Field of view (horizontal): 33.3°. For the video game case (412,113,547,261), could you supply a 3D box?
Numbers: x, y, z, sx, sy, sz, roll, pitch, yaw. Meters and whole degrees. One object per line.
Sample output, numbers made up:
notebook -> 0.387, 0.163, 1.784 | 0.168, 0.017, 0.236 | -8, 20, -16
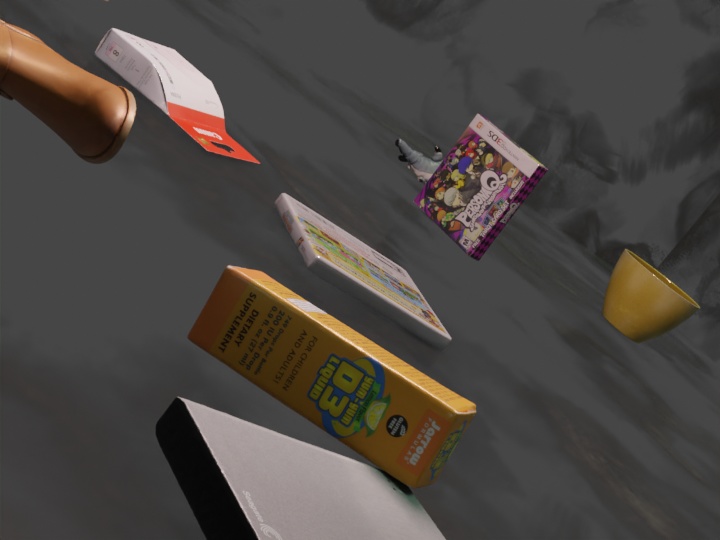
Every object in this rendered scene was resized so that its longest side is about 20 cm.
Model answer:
video game case -> 0.206, -0.147, 2.110 | 0.036, 0.200, 0.181 | 22, 20, -47

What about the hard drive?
hard drive -> -0.019, 0.154, 0.721 | 0.200, 0.033, 0.140 | 27, 16, -41

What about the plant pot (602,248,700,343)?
plant pot -> 0.600, 0.071, 2.576 | 0.200, 0.142, 0.200 | 35, 13, -9

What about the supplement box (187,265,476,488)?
supplement box -> -0.020, 0.073, 0.858 | 0.200, 0.067, 0.069 | 31, 3, 14

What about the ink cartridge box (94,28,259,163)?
ink cartridge box -> -0.217, -0.219, 1.518 | 0.200, 0.057, 0.163 | 36, 11, 16

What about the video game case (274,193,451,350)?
video game case -> 0.000, 0.000, 1.385 | 0.200, 0.023, 0.182 | 32, 13, -27

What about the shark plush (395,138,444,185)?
shark plush -> 0.141, -0.224, 2.489 | 0.200, 0.083, 0.091 | 32, 13, -25

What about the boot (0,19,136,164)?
boot -> -0.290, -0.173, 1.046 | 0.155, 0.077, 0.200 | 29, 12, -43
